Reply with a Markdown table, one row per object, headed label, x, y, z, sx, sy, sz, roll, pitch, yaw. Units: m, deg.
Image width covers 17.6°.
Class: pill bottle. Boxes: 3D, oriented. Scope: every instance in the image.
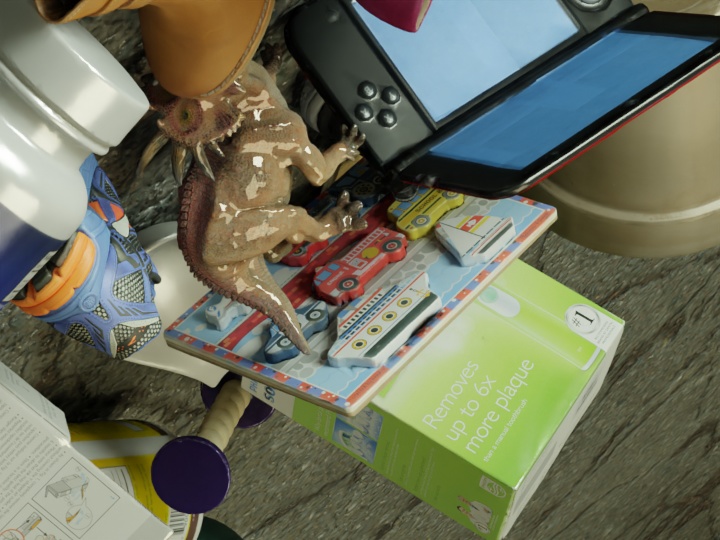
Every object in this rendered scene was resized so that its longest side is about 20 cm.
| label | x | y | z | sx | sy | sz | roll | pitch | yaw |
| --- | --- | --- | --- | --- | --- | --- | --- | --- | --- |
| pill bottle | -0.192 | 0.151 | 1.465 | 0.109 | 0.109 | 0.200 | -50 | 157 | 18 |
| pill bottle | -0.199 | -0.036 | 1.090 | 0.200 | 0.120 | 0.120 | -46 | 158 | 6 |

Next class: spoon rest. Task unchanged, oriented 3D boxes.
| label | x | y | z | sx | sy | sz | roll | pitch | yaw |
| --- | --- | --- | --- | --- | --- | --- | --- | --- | --- |
| spoon rest | -0.112 | 0.027 | 1.443 | 0.099 | 0.061 | 0.200 | -42 | 159 | -3 |

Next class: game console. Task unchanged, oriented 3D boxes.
| label | x | y | z | sx | sy | sz | roll | pitch | yaw |
| --- | --- | --- | --- | --- | --- | --- | --- | --- | --- |
| game console | 0.087 | -0.136 | 1.306 | 0.199 | 0.173 | 0.119 | -33 | 173 | -24 |

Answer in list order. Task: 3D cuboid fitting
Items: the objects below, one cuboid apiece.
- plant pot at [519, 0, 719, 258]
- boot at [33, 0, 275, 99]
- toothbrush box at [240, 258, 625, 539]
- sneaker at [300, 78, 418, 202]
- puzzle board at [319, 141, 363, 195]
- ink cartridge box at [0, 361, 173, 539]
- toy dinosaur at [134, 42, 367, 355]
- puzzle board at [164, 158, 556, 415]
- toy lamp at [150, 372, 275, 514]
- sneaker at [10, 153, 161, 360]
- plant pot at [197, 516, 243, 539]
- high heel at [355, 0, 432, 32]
| label | x | y | z | sx | sy | sz | roll | pitch | yaw |
| --- | --- | --- | --- | --- | --- | --- | --- | --- | --- |
| plant pot | 0.184 | -0.138 | 1.496 | 0.200 | 0.200 | 0.174 | -35 | 148 | -18 |
| boot | -0.095 | -0.140 | 1.079 | 0.155 | 0.076 | 0.201 | -49 | 165 | -50 |
| toothbrush box | 0.045 | 0.054 | 1.488 | 0.146 | 0.199 | 0.086 | -52 | 165 | -29 |
| sneaker | 0.069 | -0.124 | 1.403 | 0.200 | 0.114 | 0.076 | -39 | 159 | -10 |
| puzzle board | 0.027 | -0.077 | 1.555 | 0.150 | 0.017 | 0.201 | -29 | 155 | -34 |
| ink cartridge box | -0.238 | 0.158 | 1.341 | 0.200 | 0.045 | 0.176 | -45 | 114 | 6 |
| toy dinosaur | -0.072 | -0.049 | 1.277 | 0.135 | 0.085 | 0.202 | -16 | 113 | -44 |
| puzzle board | 0.000 | 0.000 | 1.382 | 0.200 | 0.150 | 0.017 | -43 | 133 | -32 |
| toy lamp | -0.090 | 0.098 | 1.529 | 0.058 | 0.058 | 0.200 | -51 | -175 | 21 |
| sneaker | -0.145 | -0.004 | 1.210 | 0.075 | 0.078 | 0.200 | -42 | -161 | 9 |
| plant pot | -0.175 | 0.274 | 1.625 | 0.160 | 0.201 | 0.201 | 4 | 131 | -44 |
| high heel | 0.065 | -0.218 | 1.247 | 0.200 | 0.096 | 0.067 | -40 | 158 | -8 |
